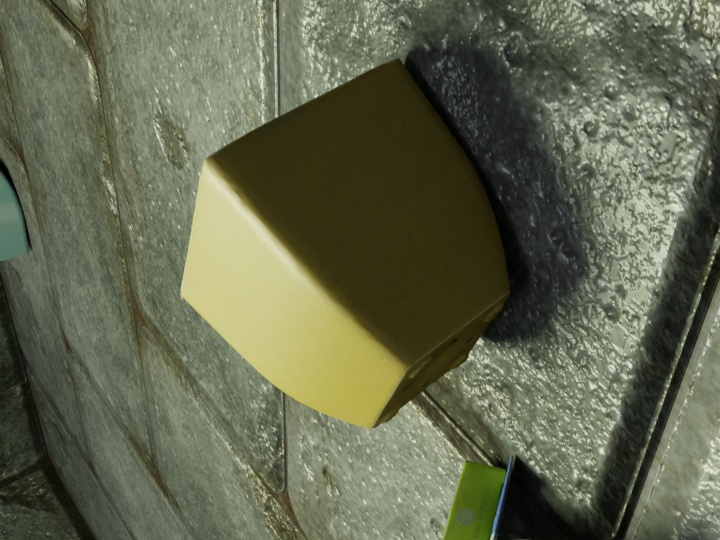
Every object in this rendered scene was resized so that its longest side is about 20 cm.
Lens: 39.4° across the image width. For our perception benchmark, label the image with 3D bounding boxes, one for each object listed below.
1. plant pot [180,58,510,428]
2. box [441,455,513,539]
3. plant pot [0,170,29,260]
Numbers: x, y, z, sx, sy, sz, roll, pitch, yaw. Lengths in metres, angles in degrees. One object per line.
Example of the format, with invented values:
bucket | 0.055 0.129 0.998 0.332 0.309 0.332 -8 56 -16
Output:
plant pot | 0.000 0.000 0.785 0.201 0.194 0.195 49 149 16
box | 0.093 0.268 0.893 0.047 0.123 0.202 12 132 11
plant pot | -0.861 -0.149 2.225 0.196 0.193 0.203 43 135 37
